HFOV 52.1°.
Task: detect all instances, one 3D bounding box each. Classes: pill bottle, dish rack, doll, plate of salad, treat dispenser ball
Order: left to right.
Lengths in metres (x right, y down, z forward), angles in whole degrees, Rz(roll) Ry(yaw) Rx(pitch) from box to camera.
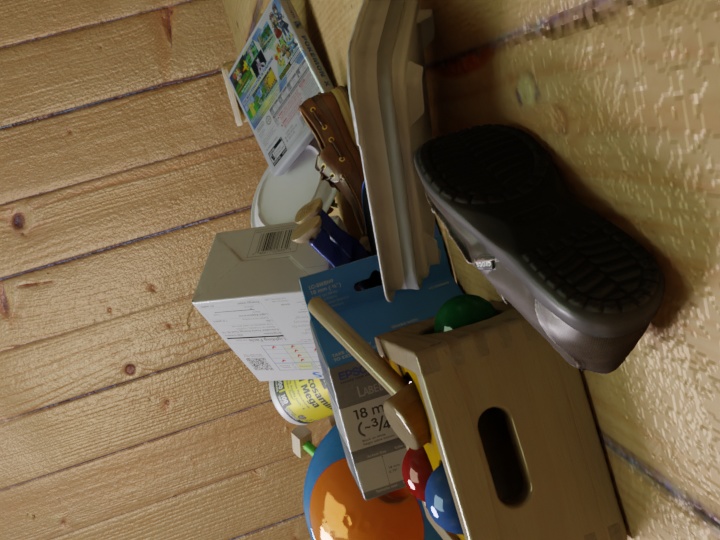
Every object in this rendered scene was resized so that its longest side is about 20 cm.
[{"bbox_3d":[-0.095,-0.121,1.134,0.048,0.200,0.201,28,-153,-41],"label":"plate of salad"},{"bbox_3d":[-0.038,0.160,1.139,0.112,0.199,0.113,31,-135,-37],"label":"pill bottle"},{"bbox_3d":[0.000,0.000,0.894,0.200,0.048,0.137,47,-156,-27],"label":"doll"},{"bbox_3d":[0.038,0.245,0.797,0.201,0.200,0.202,163,90,-82],"label":"treat dispenser ball"},{"bbox_3d":[0.034,-0.096,0.536,0.172,0.043,0.201,-80,-16,-50],"label":"dish rack"}]

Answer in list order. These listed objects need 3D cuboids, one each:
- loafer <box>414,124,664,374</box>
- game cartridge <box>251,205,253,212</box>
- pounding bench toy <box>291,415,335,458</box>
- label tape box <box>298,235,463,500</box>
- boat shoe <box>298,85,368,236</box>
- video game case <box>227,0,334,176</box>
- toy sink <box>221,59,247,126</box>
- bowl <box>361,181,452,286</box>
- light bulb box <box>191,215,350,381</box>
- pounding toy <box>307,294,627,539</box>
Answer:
[{"bbox_3d":[0.084,-0.015,0.408,0.200,0.073,0.071,-115,11,-50],"label":"loafer"},{"bbox_3d":[-0.079,-0.029,1.200,0.033,0.175,0.200,-56,35,26],"label":"game cartridge"},{"bbox_3d":[-0.004,0.300,1.195,0.156,0.199,0.125,-117,13,-54],"label":"pounding bench toy"},{"bbox_3d":[0.039,0.087,0.668,0.063,0.143,0.201,-135,29,-73],"label":"label tape box"},{"bbox_3d":[-0.023,-0.130,0.916,0.072,0.067,0.201,106,146,-75],"label":"boat shoe"},{"bbox_3d":[-0.117,-0.263,1.068,0.200,0.022,0.183,-38,76,53],"label":"video game case"},{"bbox_3d":[-0.242,-0.414,1.668,0.200,0.111,0.131,-115,11,-71],"label":"toy sink"},{"bbox_3d":[0.047,-0.013,0.786,0.201,0.039,0.202,163,90,-81],"label":"bowl"},{"bbox_3d":[-0.087,0.046,1.012,0.200,0.197,0.125,60,-148,-45],"label":"light bulb box"},{"bbox_3d":[0.063,0.098,0.542,0.184,0.141,0.201,172,81,-81],"label":"pounding toy"}]
